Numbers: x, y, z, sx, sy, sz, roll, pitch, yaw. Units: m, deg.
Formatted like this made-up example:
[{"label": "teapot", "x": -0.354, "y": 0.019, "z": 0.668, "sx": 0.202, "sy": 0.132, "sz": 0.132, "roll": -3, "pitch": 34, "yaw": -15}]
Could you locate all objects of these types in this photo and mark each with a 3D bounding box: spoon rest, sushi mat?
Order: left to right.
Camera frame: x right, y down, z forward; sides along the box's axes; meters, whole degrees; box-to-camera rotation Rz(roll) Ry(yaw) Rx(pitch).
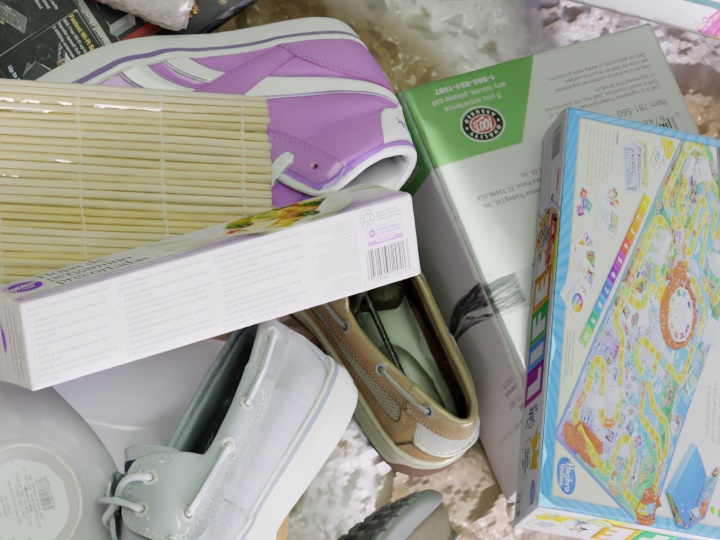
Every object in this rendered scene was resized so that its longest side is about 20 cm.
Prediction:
[{"label": "spoon rest", "x": -0.159, "y": 0.057, "z": 1.187, "sx": 0.099, "sy": 0.061, "sz": 0.200, "roll": -11, "pitch": 84, "yaw": -18}, {"label": "sushi mat", "x": -0.119, "y": -0.035, "z": 1.190, "sx": 0.200, "sy": 0.012, "sz": 0.096, "roll": 2, "pitch": 75, "yaw": -34}]

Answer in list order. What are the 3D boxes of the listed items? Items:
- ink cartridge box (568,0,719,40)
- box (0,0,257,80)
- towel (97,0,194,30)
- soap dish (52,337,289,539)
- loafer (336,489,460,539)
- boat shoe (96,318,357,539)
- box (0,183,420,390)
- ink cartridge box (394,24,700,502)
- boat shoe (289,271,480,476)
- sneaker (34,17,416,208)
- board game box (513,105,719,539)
[{"label": "ink cartridge box", "x": 0.187, "y": -0.161, "z": 1.420, "sx": 0.200, "sy": 0.116, "sz": 0.067, "roll": 13, "pitch": 107, "yaw": -11}, {"label": "box", "x": -0.155, "y": -0.180, "z": 1.319, "sx": 0.158, "sy": 0.050, "sz": 0.200, "roll": -34, "pitch": 93, "yaw": -3}, {"label": "towel", "x": -0.104, "y": -0.224, "z": 1.281, "sx": 0.132, "sy": 0.034, "sz": 0.200, "roll": 22, "pitch": 88, "yaw": -5}, {"label": "soap dish", "x": -0.133, "y": 0.101, "z": 1.244, "sx": 0.200, "sy": 0.081, "sz": 0.158, "roll": 9, "pitch": 66, "yaw": -13}, {"label": "loafer", "x": -0.008, "y": 0.190, "z": 1.256, "sx": 0.070, "sy": 0.075, "sz": 0.200, "roll": 38, "pitch": 67, "yaw": -11}, {"label": "boat shoe", "x": -0.076, "y": 0.100, "z": 1.170, "sx": 0.072, "sy": 0.070, "sz": 0.201, "roll": 44, "pitch": 55, "yaw": -15}, {"label": "box", "x": -0.065, "y": 0.005, "z": 1.184, "sx": 0.200, "sy": 0.039, "sz": 0.042, "roll": -18, "pitch": 107, "yaw": -31}, {"label": "ink cartridge box", "x": 0.108, "y": -0.003, "z": 1.354, "sx": 0.146, "sy": 0.084, "sz": 0.200, "roll": -16, "pitch": 74, "yaw": -21}, {"label": "boat shoe", "x": 0.000, "y": 0.000, "z": 1.327, "sx": 0.072, "sy": 0.076, "sz": 0.200, "roll": -32, "pitch": 79, "yaw": -24}, {"label": "sneaker", "x": -0.070, "y": -0.052, "z": 1.278, "sx": 0.200, "sy": 0.073, "sz": 0.114, "roll": -16, "pitch": 53, "yaw": -16}, {"label": "board game box", "x": 0.146, "y": 0.032, "z": 1.286, "sx": 0.134, "sy": 0.034, "sz": 0.200, "roll": 12, "pitch": 67, "yaw": -12}]
